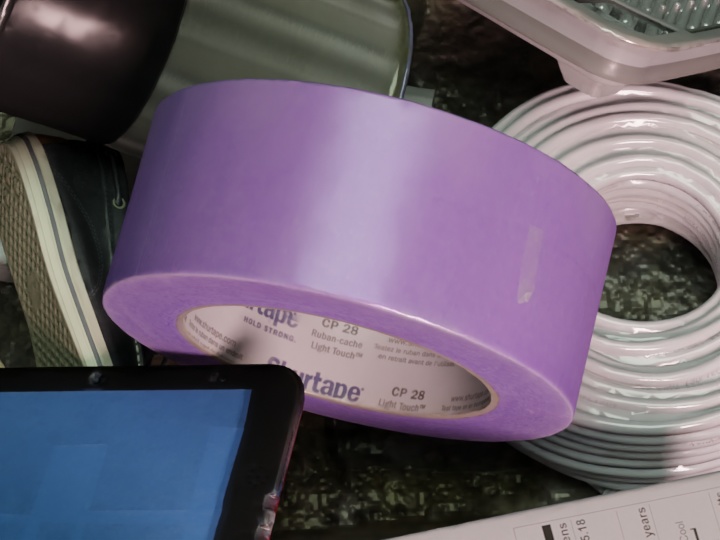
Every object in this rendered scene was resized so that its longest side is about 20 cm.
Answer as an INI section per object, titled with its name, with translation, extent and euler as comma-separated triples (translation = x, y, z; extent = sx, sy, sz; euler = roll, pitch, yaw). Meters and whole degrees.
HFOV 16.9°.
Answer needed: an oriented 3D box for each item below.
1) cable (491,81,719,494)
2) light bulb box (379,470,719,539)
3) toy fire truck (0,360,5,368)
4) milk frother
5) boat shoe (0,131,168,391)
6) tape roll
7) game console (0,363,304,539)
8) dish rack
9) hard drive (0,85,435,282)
[cable]
translation = 0.126, 0.004, 1.128
extent = 0.200, 0.069, 0.200
euler = 28, 65, 14
[light bulb box]
translation = 0.078, 0.207, 0.984
extent = 0.200, 0.125, 0.198
euler = -11, 62, -5
[toy fire truck]
translation = -0.191, 0.091, 1.088
extent = 0.200, 0.049, 0.141
euler = 39, 68, 19
[milk frother]
translation = -0.061, -0.116, 1.042
extent = 0.188, 0.200, 0.181
euler = 18, 103, -23
[boat shoe]
translation = -0.114, 0.030, 1.097
extent = 0.062, 0.075, 0.200
euler = -10, 77, -29
[tape roll]
translation = 0.000, 0.000, 1.000
extent = 0.200, 0.200, 0.085
euler = 13, 74, 7
[game console]
translation = -0.144, 0.094, 0.963
extent = 0.200, 0.172, 0.119
euler = -2, 85, 23
[dish rack]
translation = 0.110, -0.137, 1.166
extent = 0.172, 0.044, 0.200
euler = 33, 28, 26
[hard drive]
translation = -0.072, -0.043, 1.176
extent = 0.200, 0.026, 0.132
euler = 9, 62, 3
